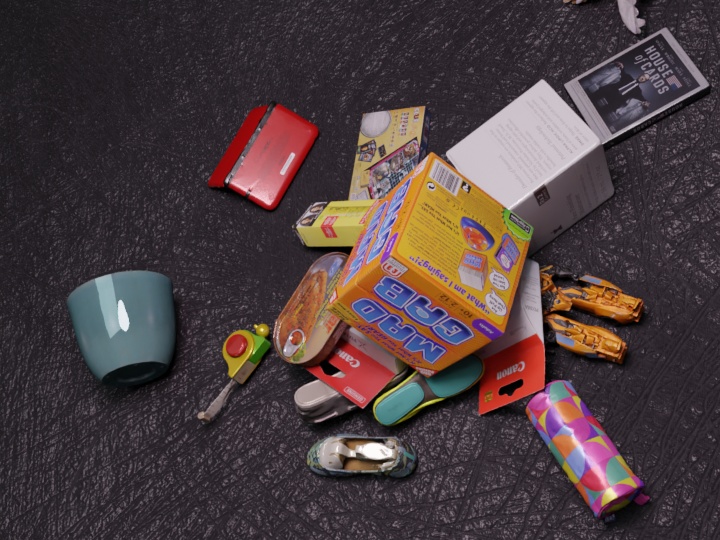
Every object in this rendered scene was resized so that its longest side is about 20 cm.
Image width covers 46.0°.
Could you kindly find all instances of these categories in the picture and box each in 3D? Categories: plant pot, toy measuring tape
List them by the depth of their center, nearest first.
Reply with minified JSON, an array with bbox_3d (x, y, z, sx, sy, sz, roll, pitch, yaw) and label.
[{"bbox_3d":[-0.235,0.174,1.521,0.073,0.074,0.201,34,83,34],"label":"toy measuring tape"},{"bbox_3d":[-0.433,0.119,1.575,0.198,0.200,0.164,-22,69,14],"label":"plant pot"}]

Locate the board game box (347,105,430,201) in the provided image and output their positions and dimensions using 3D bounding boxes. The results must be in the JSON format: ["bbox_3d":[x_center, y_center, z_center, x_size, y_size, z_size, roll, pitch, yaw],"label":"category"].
[{"bbox_3d":[0.055,-0.208,1.591,0.133,0.035,0.204,-2,65,25],"label":"board game box"}]

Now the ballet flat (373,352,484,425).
[{"bbox_3d":[0.108,0.182,1.351,0.198,0.067,0.068,-31,87,12],"label":"ballet flat"}]

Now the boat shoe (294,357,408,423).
[{"bbox_3d":[-0.013,0.198,1.404,0.196,0.058,0.067,-18,41,-6],"label":"boat shoe"}]

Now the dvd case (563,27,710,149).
[{"bbox_3d":[0.469,-0.311,1.448,0.198,0.025,0.152,-29,57,11],"label":"dvd case"}]

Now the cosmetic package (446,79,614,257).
[{"bbox_3d":[0.277,-0.158,1.379,0.199,0.165,0.166,-37,56,5],"label":"cosmetic package"}]

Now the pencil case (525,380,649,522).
[{"bbox_3d":[0.318,0.254,1.205,0.088,0.088,0.201,-35,58,5],"label":"pencil case"}]

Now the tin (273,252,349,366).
[{"bbox_3d":[-0.066,0.066,1.408,0.111,0.042,0.202,33,89,39],"label":"tin"}]

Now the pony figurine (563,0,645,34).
[{"bbox_3d":[0.466,-0.528,1.500,0.198,0.167,0.194,-34,23,10],"label":"pony figurine"}]

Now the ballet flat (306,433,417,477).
[{"bbox_3d":[-0.008,0.290,1.352,0.196,0.074,0.076,-7,62,23],"label":"ballet flat"}]

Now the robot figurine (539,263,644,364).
[{"bbox_3d":[0.326,0.061,1.309,0.197,0.058,0.147,19,74,31],"label":"robot figurine"}]

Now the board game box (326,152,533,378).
[{"bbox_3d":[0.103,-0.002,1.260,0.200,0.198,0.202,-40,21,51],"label":"board game box"}]

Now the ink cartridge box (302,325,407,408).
[{"bbox_3d":[-0.010,0.114,1.415,0.198,0.045,0.176,29,54,33],"label":"ink cartridge box"}]

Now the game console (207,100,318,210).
[{"bbox_3d":[-0.201,-0.231,1.737,0.170,0.119,0.202,29,79,2],"label":"game console"}]

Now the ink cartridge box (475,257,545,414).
[{"bbox_3d":[0.212,0.101,1.301,0.160,0.047,0.204,-37,43,52],"label":"ink cartridge box"}]

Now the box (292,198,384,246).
[{"bbox_3d":[-0.028,-0.084,1.519,0.198,0.051,0.076,3,45,44],"label":"box"}]
